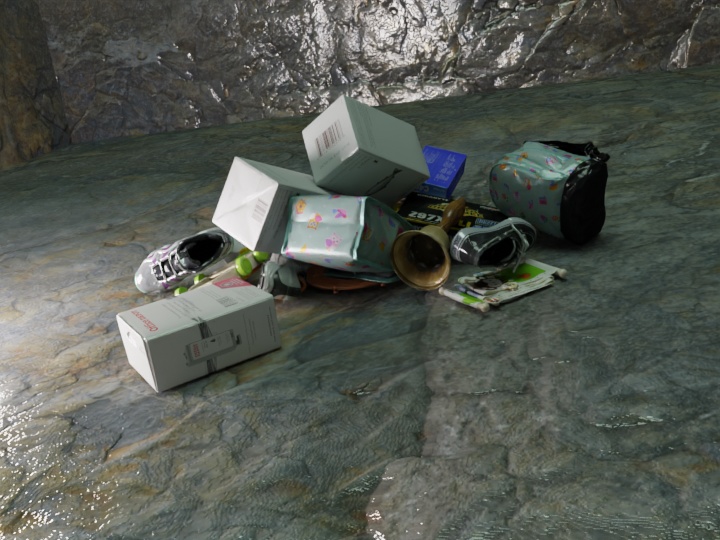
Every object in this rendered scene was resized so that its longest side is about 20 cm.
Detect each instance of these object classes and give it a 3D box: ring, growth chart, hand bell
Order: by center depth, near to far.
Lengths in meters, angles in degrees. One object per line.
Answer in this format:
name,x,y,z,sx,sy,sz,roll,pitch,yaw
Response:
growth chart,0.219,0.018,1.320,0.197,0.018,0.144,-19,20,-30
hand bell,0.131,-0.067,1.385,0.102,0.106,0.201,1,32,28
ring,0.000,0.000,1.480,0.195,0.020,0.201,-9,19,3

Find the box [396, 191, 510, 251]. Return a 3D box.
box,0.166,-0.082,1.515,0.195,0.050,0.160,12,25,11

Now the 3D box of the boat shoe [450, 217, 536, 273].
boat shoe,0.226,-0.038,1.329,0.197,0.075,0.068,-2,25,-47

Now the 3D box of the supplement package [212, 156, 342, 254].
supplement package,-0.132,-0.104,1.465,0.119,0.123,0.198,31,15,34

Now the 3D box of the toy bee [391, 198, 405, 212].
toy bee,0.041,-0.111,1.647,0.129,0.111,0.199,8,25,37

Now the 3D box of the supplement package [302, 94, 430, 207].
supplement package,0.012,-0.208,1.521,0.116,0.119,0.198,-35,-31,33

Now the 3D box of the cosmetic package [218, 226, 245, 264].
cosmetic package,-0.169,-0.077,1.632,0.195,0.104,0.071,-8,-21,2

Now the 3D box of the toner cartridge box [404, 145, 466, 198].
toner cartridge box,0.151,-0.194,1.723,0.093,0.044,0.200,14,30,13

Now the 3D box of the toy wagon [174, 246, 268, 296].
toy wagon,-0.230,0.003,1.491,0.153,0.040,0.200,-24,10,26

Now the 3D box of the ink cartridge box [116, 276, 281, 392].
ink cartridge box,-0.235,0.087,1.233,0.197,0.085,0.146,-19,21,-27

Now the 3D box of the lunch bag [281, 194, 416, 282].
lunch bag,-0.006,-0.049,1.399,0.167,0.125,0.199,5,-8,35

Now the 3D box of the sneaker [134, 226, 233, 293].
sneaker,-0.322,-0.019,1.513,0.197,0.079,0.140,-31,5,-2

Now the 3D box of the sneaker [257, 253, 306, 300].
sneaker,-0.129,0.011,1.452,0.078,0.076,0.200,15,15,-3

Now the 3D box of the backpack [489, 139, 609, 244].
backpack,0.322,-0.147,1.475,0.125,0.170,0.199,-26,40,-32

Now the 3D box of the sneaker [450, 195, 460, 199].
sneaker,0.130,-0.151,1.761,0.077,0.084,0.198,-22,23,-39
